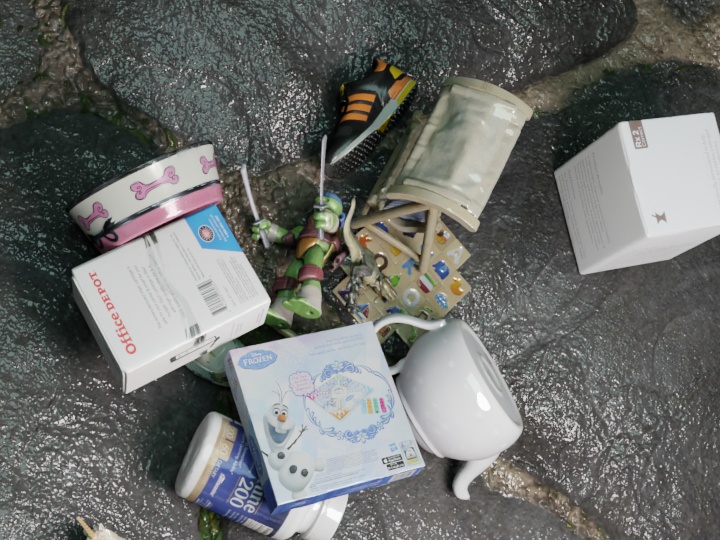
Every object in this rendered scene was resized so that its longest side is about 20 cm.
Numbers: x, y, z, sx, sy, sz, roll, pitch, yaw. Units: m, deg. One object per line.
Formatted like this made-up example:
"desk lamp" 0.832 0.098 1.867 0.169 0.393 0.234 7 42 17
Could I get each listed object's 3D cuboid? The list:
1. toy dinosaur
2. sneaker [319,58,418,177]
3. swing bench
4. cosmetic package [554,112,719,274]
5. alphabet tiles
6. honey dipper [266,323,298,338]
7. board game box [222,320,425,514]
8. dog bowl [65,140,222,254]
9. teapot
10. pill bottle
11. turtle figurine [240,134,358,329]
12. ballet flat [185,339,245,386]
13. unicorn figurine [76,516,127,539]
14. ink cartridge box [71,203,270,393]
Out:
"toy dinosaur" 0.000 0.000 1.660 0.047 0.201 0.089 3 58 19
"sneaker" -0.007 -0.215 1.776 0.090 0.070 0.200 38 65 10
"swing bench" 0.107 -0.136 1.710 0.129 0.200 0.200 32 64 -7
"cosmetic package" 0.406 -0.108 1.817 0.163 0.200 0.167 -8 79 -21
"alphabet tiles" 0.059 0.003 1.767 0.200 0.006 0.167 -43 92 -24
"honey dipper" -0.081 0.096 1.677 0.199 0.038 0.038 34 67 -5
"board game box" -0.046 0.175 1.554 0.197 0.043 0.201 -10 67 -24
"dog bowl" -0.258 -0.085 1.574 0.198 0.200 0.075 -26 92 -24
"teapot" 0.109 0.168 1.664 0.145 0.197 0.202 -30 56 11
"pill bottle" -0.120 0.264 1.573 0.198 0.111 0.112 26 68 -12
"turtle figurine" -0.094 -0.040 1.643 0.142 0.201 0.196 1 60 19
"ballet flat" -0.214 0.079 1.611 0.199 0.071 0.069 38 68 -7
"unicorn figurine" -0.256 0.374 1.522 0.198 0.074 0.139 9 63 -32
"ink cartridge box" -0.230 0.033 1.537 0.198 0.084 0.147 -26 74 -20
